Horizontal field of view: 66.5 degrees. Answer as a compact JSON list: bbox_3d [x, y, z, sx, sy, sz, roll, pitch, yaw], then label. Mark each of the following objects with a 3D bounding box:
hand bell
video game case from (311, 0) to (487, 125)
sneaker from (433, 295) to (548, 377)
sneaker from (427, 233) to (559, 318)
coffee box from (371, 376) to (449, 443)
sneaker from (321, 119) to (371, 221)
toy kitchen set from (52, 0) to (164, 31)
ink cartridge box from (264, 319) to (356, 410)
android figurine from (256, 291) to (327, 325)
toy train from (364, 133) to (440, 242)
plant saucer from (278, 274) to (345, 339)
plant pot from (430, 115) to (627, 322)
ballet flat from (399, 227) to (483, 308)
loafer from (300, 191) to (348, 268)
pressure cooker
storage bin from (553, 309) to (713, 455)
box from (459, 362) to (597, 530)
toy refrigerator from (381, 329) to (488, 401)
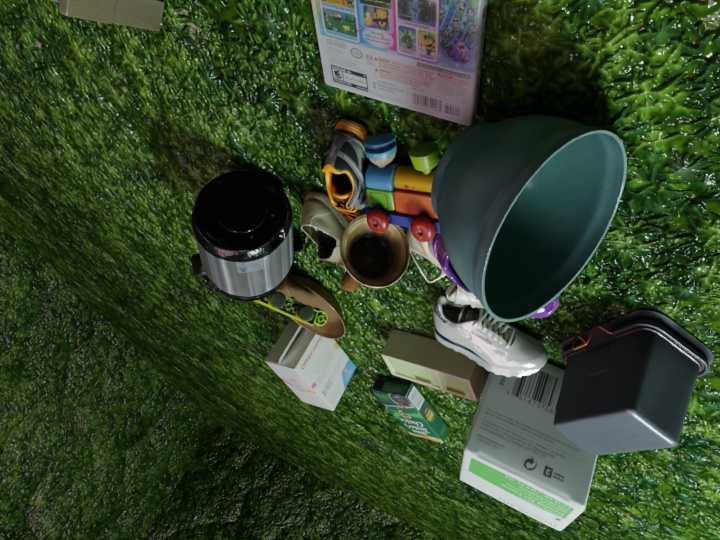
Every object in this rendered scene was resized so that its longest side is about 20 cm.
[{"bbox_3d":[0.000,0.000,0.845,0.102,0.106,0.200,33,159,-1],"label":"hand bell"},{"bbox_3d":[0.035,-0.254,0.568,0.195,0.024,0.185,23,149,21],"label":"video game case"},{"bbox_3d":[0.205,0.103,0.886,0.194,0.077,0.082,17,139,25],"label":"sneaker"},{"bbox_3d":[0.175,0.010,0.721,0.196,0.089,0.082,30,111,-4],"label":"sneaker"},{"bbox_3d":[0.125,0.345,1.357,0.120,0.045,0.202,0,137,45],"label":"coffee box"},{"bbox_3d":[-0.012,-0.110,0.778,0.076,0.079,0.203,14,147,28],"label":"sneaker"},{"bbox_3d":[-0.335,-0.424,0.644,0.159,0.181,0.206,24,111,7],"label":"toy kitchen set"},{"bbox_3d":[-0.126,0.222,1.345,0.122,0.130,0.202,2,138,43],"label":"ink cartridge box"},{"bbox_3d":[-0.154,0.066,1.104,0.177,0.042,0.199,26,173,-15],"label":"android figurine"},{"bbox_3d":[0.090,-0.105,0.687,0.195,0.085,0.119,14,133,32],"label":"toy train"},{"bbox_3d":[-0.109,0.073,1.197,0.195,0.036,0.203,26,150,16],"label":"plant saucer"},{"bbox_3d":[0.156,-0.072,0.571,0.134,0.198,0.203,44,164,41],"label":"plant pot"},{"bbox_3d":[0.133,0.004,0.805,0.199,0.070,0.069,44,150,-8],"label":"ballet flat"},{"bbox_3d":[-0.037,-0.038,0.920,0.074,0.069,0.201,-8,131,51],"label":"loafer"},{"bbox_3d":[-0.202,-0.047,0.964,0.171,0.182,0.202,24,150,9],"label":"pressure cooker"},{"bbox_3d":[0.350,0.161,0.752,0.143,0.136,0.200,34,151,-4],"label":"storage bin"},{"bbox_3d":[0.288,0.281,0.927,0.193,0.204,0.174,20,152,19],"label":"box"},{"bbox_3d":[0.142,0.185,1.071,0.195,0.071,0.077,11,145,35],"label":"toy refrigerator"}]
